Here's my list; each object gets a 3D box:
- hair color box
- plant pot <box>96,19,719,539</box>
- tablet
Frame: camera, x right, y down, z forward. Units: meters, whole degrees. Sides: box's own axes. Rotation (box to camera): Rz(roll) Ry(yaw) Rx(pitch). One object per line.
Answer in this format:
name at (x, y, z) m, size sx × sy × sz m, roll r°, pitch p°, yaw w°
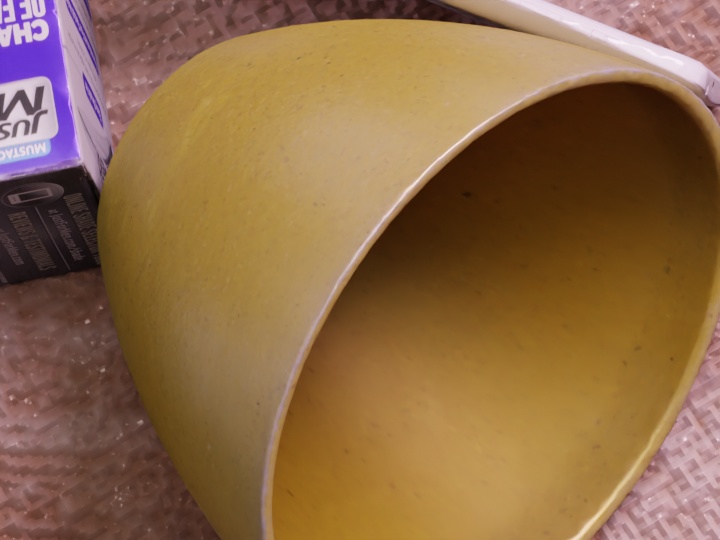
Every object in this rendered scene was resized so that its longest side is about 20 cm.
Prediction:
hair color box at (-0.128, -0.106, 0.955) m, size 0.065 × 0.109 × 0.200 m, roll -12°, pitch 73°, yaw 0°
plant pot at (0.000, 0.000, 0.893) m, size 0.142 × 0.200 × 0.200 m, roll 34°, pitch 77°, yaw 37°
tablet at (0.025, -0.095, 0.935) m, size 0.200 × 0.130 × 0.014 m, roll 22°, pitch 95°, yaw 9°
